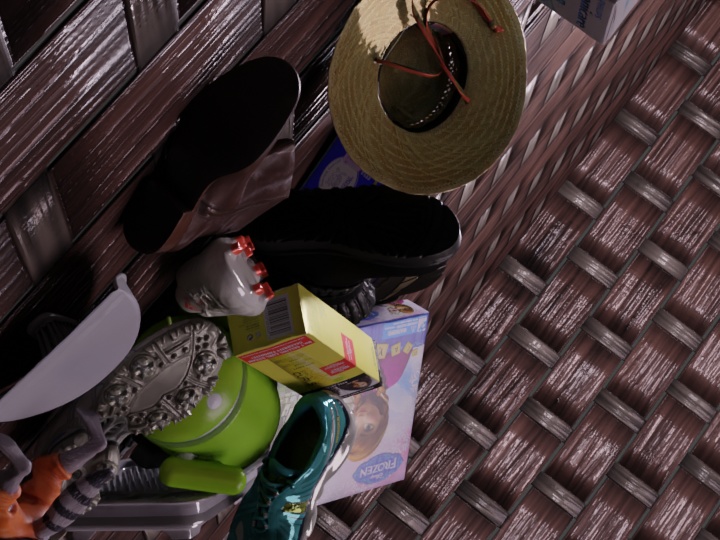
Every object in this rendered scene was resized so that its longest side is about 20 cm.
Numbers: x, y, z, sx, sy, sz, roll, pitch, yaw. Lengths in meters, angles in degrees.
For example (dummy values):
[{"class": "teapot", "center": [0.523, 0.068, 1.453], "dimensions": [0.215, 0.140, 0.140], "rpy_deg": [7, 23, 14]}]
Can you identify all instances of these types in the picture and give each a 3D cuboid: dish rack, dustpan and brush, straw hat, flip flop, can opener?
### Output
[{"class": "dish rack", "center": [-0.190, 0.214, 1.369], "dimensions": [0.200, 0.170, 0.044], "rpy_deg": [-21, 107, -75]}, {"class": "dustpan and brush", "center": [-0.209, 0.055, 1.087], "dimensions": [0.139, 0.057, 0.200], "rpy_deg": [-43, 164, 3]}, {"class": "straw hat", "center": [0.048, -0.172, 1.280], "dimensions": [0.202, 0.201, 0.085], "rpy_deg": [-52, -157, -5]}, {"class": "flip flop", "center": [0.023, 0.003, 1.511], "dimensions": [0.081, 0.058, 0.200], "rpy_deg": [-13, 172, -22]}, {"class": "can opener", "center": [-0.187, 0.142, 1.428], "dimensions": [0.053, 0.066, 0.200], "rpy_deg": [-55, 176, 29]}]

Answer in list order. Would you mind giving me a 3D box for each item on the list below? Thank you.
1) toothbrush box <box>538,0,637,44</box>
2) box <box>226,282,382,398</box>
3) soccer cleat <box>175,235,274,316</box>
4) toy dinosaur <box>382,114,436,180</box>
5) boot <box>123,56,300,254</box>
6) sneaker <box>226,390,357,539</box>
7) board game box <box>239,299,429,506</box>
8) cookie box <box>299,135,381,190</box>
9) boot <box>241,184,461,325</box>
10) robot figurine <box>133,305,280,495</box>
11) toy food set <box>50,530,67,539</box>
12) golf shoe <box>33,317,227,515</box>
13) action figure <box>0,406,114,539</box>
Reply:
[{"class": "toothbrush box", "center": [0.151, -0.295, 1.106], "dimensions": [0.147, 0.200, 0.085], "rpy_deg": [-51, 170, -7]}, {"class": "box", "center": [-0.047, 0.070, 1.318], "dimensions": [0.075, 0.050, 0.200], "rpy_deg": [-18, 157, 14]}, {"class": "soccer cleat", "center": [-0.117, 0.012, 1.191], "dimensions": [0.077, 0.070, 0.200], "rpy_deg": [-28, -175, -1]}, {"class": "toy dinosaur", "center": [0.044, -0.119, 1.355], "dimensions": [0.058, 0.101, 0.201], "rpy_deg": [-50, -155, 38]}, {"class": "boot", "center": [-0.080, -0.091, 1.115], "dimensions": [0.186, 0.064, 0.200], "rpy_deg": [-43, 171, 20]}, {"class": "sneaker", "center": [-0.076, 0.200, 1.339], "dimensions": [0.201, 0.077, 0.080], "rpy_deg": [-65, 158, -5]}, {"class": "board game box", "center": [-0.026, 0.142, 1.499], "dimensions": [0.199, 0.041, 0.201], "rpy_deg": [-11, 117, -39]}, {"class": "cookie box", "center": [0.000, -0.075, 1.502], "dimensions": [0.172, 0.075, 0.200], "rpy_deg": [-54, 170, 14]}, {"class": "boot", "center": [0.000, -0.002, 1.327], "dimensions": [0.158, 0.209, 0.080], "rpy_deg": [71, 32, -50]}, {"class": "robot figurine", "center": [-0.143, 0.113, 1.304], "dimensions": [0.200, 0.115, 0.177], "rpy_deg": [55, 37, -62]}, {"class": "toy food set", "center": [-0.341, 0.330, 1.348], "dimensions": [0.143, 0.060, 0.201], "rpy_deg": [-43, 166, -46]}, {"class": "golf shoe", "center": [-0.194, 0.096, 1.164], "dimensions": [0.200, 0.078, 0.097], "rpy_deg": [-42, -145, 8]}, {"class": "action figure", "center": [-0.263, 0.205, 1.040], "dimensions": [0.195, 0.104, 0.200], "rpy_deg": [-64, 174, 15]}]
